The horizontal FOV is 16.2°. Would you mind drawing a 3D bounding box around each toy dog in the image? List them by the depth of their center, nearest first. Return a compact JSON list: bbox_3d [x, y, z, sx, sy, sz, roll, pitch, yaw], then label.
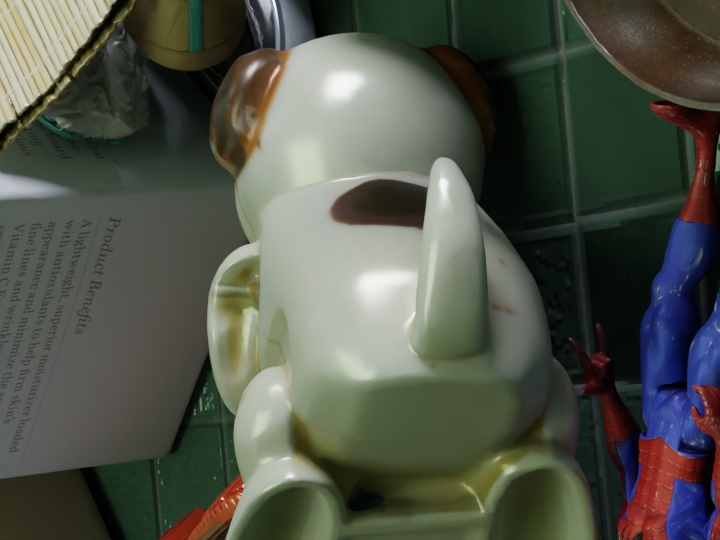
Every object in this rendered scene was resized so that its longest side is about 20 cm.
[{"bbox_3d":[0.000,0.000,0.938,0.195,0.138,0.201,83,177,-48],"label":"toy dog"}]

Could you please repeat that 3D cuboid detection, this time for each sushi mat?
[{"bbox_3d":[-0.153,-0.142,1.077,0.096,0.012,0.200,-46,45,17],"label":"sushi mat"}]

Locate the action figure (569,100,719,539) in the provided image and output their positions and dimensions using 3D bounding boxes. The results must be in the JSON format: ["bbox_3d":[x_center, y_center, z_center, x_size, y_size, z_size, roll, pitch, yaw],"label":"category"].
[{"bbox_3d":[0.112,0.044,0.884,0.065,0.051,0.202,18,109,46],"label":"action figure"}]

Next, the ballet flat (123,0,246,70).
[{"bbox_3d":[-0.087,-0.177,1.065,0.063,0.068,0.201,96,156,-58],"label":"ballet flat"}]

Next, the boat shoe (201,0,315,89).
[{"bbox_3d":[-0.086,-0.143,1.118,0.200,0.056,0.069,57,133,33],"label":"boat shoe"}]

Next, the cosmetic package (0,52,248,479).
[{"bbox_3d":[-0.180,-0.018,1.132,0.165,0.199,0.166,50,130,37],"label":"cosmetic package"}]

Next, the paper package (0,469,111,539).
[{"bbox_3d":[-0.217,0.149,1.202,0.104,0.190,0.201,-54,51,39],"label":"paper package"}]

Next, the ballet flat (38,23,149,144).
[{"bbox_3d":[-0.146,-0.135,1.111,0.200,0.071,0.072,55,132,42],"label":"ballet flat"}]

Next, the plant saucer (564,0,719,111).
[{"bbox_3d":[0.133,-0.154,0.851,0.200,0.034,0.202,3,93,52],"label":"plant saucer"}]

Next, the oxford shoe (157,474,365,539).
[{"bbox_3d":[-0.036,0.121,1.082,0.073,0.071,0.200,50,133,0],"label":"oxford shoe"}]
